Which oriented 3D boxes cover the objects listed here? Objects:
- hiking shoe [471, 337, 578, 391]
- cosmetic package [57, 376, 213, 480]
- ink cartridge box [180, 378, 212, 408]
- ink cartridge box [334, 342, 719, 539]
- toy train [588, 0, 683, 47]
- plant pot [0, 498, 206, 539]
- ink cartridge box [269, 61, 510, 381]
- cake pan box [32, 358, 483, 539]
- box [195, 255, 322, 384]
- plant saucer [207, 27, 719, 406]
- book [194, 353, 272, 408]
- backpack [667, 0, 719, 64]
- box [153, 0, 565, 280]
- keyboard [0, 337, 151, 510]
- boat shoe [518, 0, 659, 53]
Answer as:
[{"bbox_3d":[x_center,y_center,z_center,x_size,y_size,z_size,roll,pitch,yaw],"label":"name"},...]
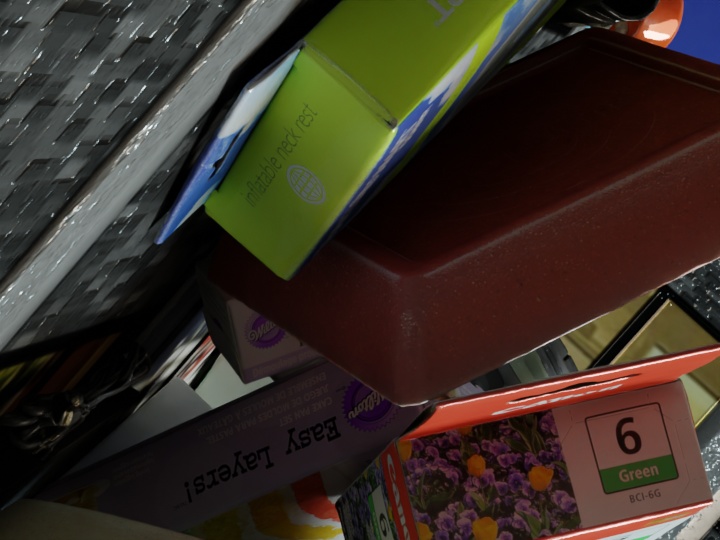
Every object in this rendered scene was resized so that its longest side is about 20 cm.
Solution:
[{"bbox_3d":[0.014,0.032,1.321,0.101,0.076,0.200,-37,-146,-14],"label":"hiking shoe"},{"bbox_3d":[-0.150,0.150,1.286,0.151,0.052,0.200,-53,173,38],"label":"cosmetic package"},{"bbox_3d":[-0.096,0.155,1.416,0.200,0.119,0.042,-51,177,42],"label":"ink cartridge box"},{"bbox_3d":[0.062,0.078,1.022,0.109,0.050,0.200,-11,168,-12],"label":"ink cartridge box"},{"bbox_3d":[0.112,-0.067,1.322,0.056,0.150,0.200,7,140,-26],"label":"toy train"},{"bbox_3d":[-0.091,0.155,0.989,0.200,0.200,0.135,108,-4,-80],"label":"plant pot"},{"bbox_3d":[0.000,0.000,1.225,0.200,0.067,0.117,-38,175,-3],"label":"ink cartridge box"},{"bbox_3d":[-0.018,0.111,1.191,0.184,0.052,0.200,-22,149,15],"label":"cake pan box"},{"bbox_3d":[0.035,-0.011,1.133,0.200,0.039,0.041,-20,-150,-16],"label":"box"},{"bbox_3d":[0.058,-0.032,1.034,0.199,0.037,0.200,-25,-160,-16],"label":"plant saucer"},{"bbox_3d":[-0.018,0.022,1.523,0.200,0.048,0.134,-43,176,-38],"label":"book"},{"bbox_3d":[0.237,-0.185,1.433,0.200,0.162,0.168,-42,169,-49],"label":"backpack"},{"bbox_3d":[0.022,-0.081,0.969,0.200,0.048,0.122,-46,176,-30],"label":"box"},{"bbox_3d":[-0.126,0.071,1.031,0.127,0.021,0.200,-43,178,19],"label":"keyboard"},{"bbox_3d":[0.083,-0.116,1.134,0.072,0.068,0.200,-48,180,-16],"label":"boat shoe"}]
